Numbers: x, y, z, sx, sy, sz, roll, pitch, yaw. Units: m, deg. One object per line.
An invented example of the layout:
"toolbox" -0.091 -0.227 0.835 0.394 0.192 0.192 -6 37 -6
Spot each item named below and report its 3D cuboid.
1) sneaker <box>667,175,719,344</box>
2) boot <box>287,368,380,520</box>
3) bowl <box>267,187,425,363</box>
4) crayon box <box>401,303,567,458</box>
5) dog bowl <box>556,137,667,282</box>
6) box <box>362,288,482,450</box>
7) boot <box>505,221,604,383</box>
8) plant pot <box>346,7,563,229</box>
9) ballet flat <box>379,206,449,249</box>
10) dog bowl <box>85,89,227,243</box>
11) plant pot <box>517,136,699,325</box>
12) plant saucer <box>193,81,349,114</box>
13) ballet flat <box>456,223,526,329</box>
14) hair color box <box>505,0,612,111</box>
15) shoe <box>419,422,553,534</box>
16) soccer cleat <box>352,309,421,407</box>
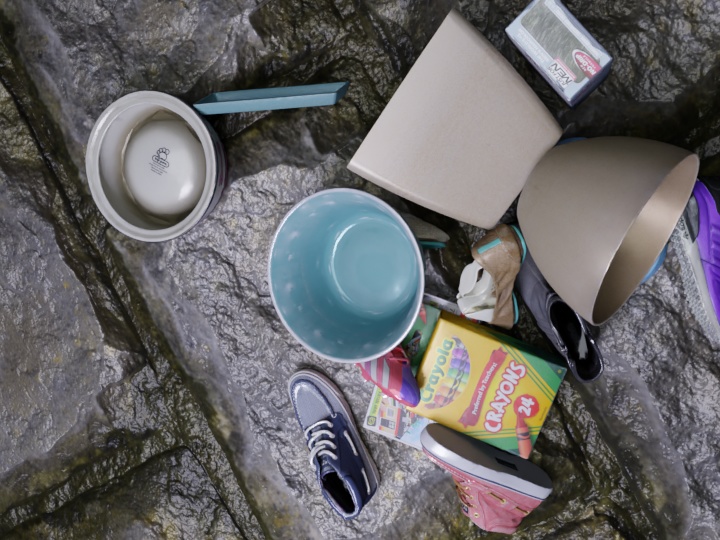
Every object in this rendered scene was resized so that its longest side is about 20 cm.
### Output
"sneaker" 0.420 -0.015 0.958 0.098 0.070 0.203 -18 95 9
"boot" -0.043 0.229 1.112 0.072 0.090 0.201 -34 88 17
"bowl" 0.000 0.000 0.993 0.198 0.105 0.204 4 100 25
"crayon box" 0.139 0.135 1.034 0.198 0.051 0.128 21 103 3
"dog bowl" 0.285 -0.067 0.999 0.111 0.050 0.201 -36 86 18
"box" 0.082 0.128 1.092 0.109 0.035 0.202 18 102 13
"boot" 0.226 0.029 0.983 0.069 0.132 0.201 -36 88 10
"plant pot" 0.121 -0.162 0.966 0.176 0.200 0.201 35 106 -1
"ballet flat" 0.015 -0.056 1.072 0.197 0.067 0.063 -3 84 16
"dog bowl" -0.271 -0.141 1.137 0.197 0.074 0.203 2 98 16
"plant pot" 0.247 -0.063 0.889 0.134 0.200 0.202 34 106 26
"plant saucer" -0.115 -0.224 1.085 0.197 0.070 0.019 0 114 16
"ballet flat" 0.150 0.019 0.980 0.072 0.201 0.068 -22 62 -7
"hair color box" 0.221 -0.236 0.915 0.061 0.200 0.099 -43 85 17
"shoe" 0.142 0.267 1.044 0.198 0.072 0.092 26 109 -22
"soccer cleat" 0.023 0.092 1.044 0.077 0.066 0.200 -53 41 9
